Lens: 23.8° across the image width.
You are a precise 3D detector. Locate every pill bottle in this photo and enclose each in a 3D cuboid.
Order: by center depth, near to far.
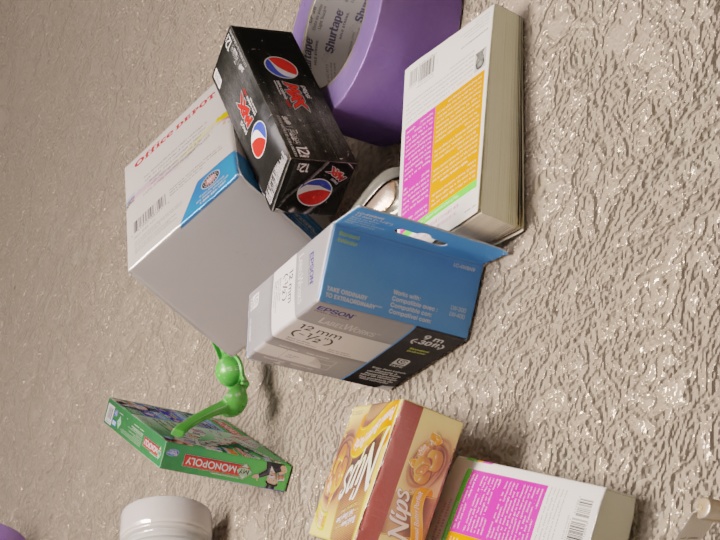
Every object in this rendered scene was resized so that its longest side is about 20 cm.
[{"bbox_3d":[-0.195,0.336,1.712,0.114,0.113,0.202,-46,38,46],"label":"pill bottle"}]

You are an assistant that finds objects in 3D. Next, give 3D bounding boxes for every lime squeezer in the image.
[{"bbox_3d":[-0.146,0.110,1.713,0.201,0.070,0.038,-88,9,-53],"label":"lime squeezer"}]

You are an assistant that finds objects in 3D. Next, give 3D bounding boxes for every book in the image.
[{"bbox_3d":[0.108,0.208,1.211,0.200,0.048,0.135,3,74,64],"label":"book"},{"bbox_3d":[0.079,-0.107,1.439,0.133,0.048,0.202,-30,49,49],"label":"book"}]

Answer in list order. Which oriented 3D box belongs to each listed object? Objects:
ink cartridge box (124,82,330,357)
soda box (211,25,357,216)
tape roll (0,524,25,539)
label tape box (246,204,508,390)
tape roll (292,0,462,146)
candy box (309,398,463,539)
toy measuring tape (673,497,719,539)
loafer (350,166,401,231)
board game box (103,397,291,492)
[{"bbox_3d":[-0.127,-0.055,1.647,0.147,0.144,0.201,-39,30,17],"label":"ink cartridge box"},{"bbox_3d":[-0.072,-0.139,1.563,0.064,0.070,0.201,-64,35,36],"label":"soda box"},{"bbox_3d":[-0.551,0.403,2.298,0.200,0.198,0.086,-42,40,49],"label":"tape roll"},{"bbox_3d":[0.011,0.027,1.410,0.200,0.142,0.067,-36,45,54],"label":"label tape box"},{"bbox_3d":[0.011,-0.225,1.617,0.200,0.084,0.202,-41,41,49],"label":"tape roll"},{"bbox_3d":[0.017,0.167,1.354,0.200,0.055,0.117,153,137,-77],"label":"candy box"},{"bbox_3d":[0.178,0.229,1.046,0.201,0.073,0.074,-60,29,31],"label":"toy measuring tape"},{"bbox_3d":[0.000,0.000,1.542,0.201,0.071,0.063,-58,39,27],"label":"loafer"},{"bbox_3d":[-0.166,0.172,1.714,0.200,0.133,0.029,19,94,65],"label":"board game box"}]
